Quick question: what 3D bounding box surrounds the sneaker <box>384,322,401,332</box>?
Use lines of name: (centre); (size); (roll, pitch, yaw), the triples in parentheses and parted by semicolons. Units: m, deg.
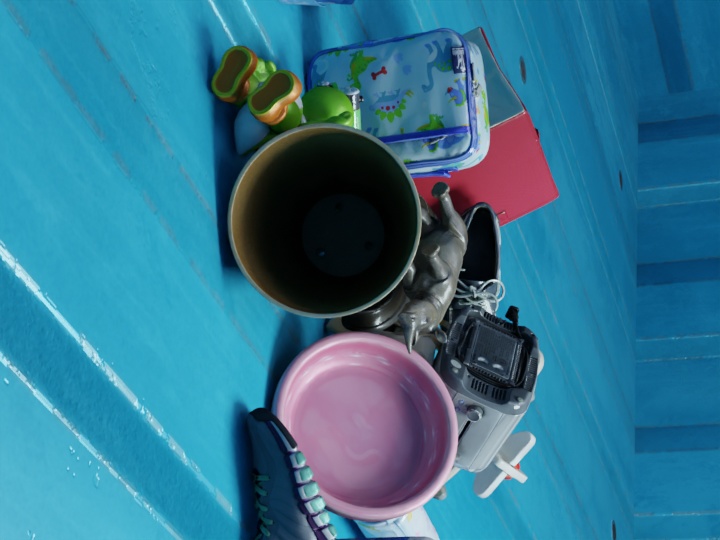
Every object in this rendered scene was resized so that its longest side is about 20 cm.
sneaker: (0.000, 0.000, 1.713); (0.075, 0.070, 0.200); (-5, 93, -44)

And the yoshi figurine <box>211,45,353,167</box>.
yoshi figurine: (-0.066, -0.168, 1.481); (0.200, 0.112, 0.113); (44, 38, -67)

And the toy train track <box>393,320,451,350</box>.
toy train track: (0.044, 0.051, 1.687); (0.200, 0.033, 0.115); (32, 87, -27)

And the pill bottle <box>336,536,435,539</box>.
pill bottle: (0.028, 0.324, 1.468); (0.112, 0.200, 0.112); (-5, 90, -72)

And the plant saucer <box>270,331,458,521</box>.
plant saucer: (0.000, 0.164, 1.509); (0.051, 0.200, 0.201); (129, -31, -60)

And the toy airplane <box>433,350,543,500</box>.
toy airplane: (0.135, 0.194, 1.814); (0.141, 0.200, 0.199); (36, 51, -71)

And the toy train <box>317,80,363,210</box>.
toy train: (-0.022, -0.113, 1.610); (0.042, 0.056, 0.200); (-105, -168, -64)

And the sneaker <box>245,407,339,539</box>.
sneaker: (-0.080, 0.233, 1.395); (0.200, 0.087, 0.074); (64, -17, 3)

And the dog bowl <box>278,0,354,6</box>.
dog bowl: (-0.056, -0.350, 1.640); (0.200, 0.050, 0.112); (-32, 115, -68)

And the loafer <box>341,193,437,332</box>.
loafer: (0.024, -0.015, 1.622); (0.071, 0.073, 0.200); (69, 34, -41)

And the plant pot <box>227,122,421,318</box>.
plant pot: (-0.027, -0.041, 1.486); (0.200, 0.186, 0.187); (38, 48, -84)

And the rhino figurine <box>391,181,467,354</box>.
rhino figurine: (0.073, 0.007, 1.558); (0.087, 0.060, 0.200); (59, 35, -44)

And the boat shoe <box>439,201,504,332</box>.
boat shoe: (0.138, 0.016, 1.769); (0.062, 0.075, 0.200); (91, 10, -78)

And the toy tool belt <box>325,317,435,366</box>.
toy tool belt: (0.001, 0.147, 1.615); (0.125, 0.123, 0.200); (115, -8, -59)

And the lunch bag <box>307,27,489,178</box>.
lunch bag: (0.044, -0.182, 1.651); (0.082, 0.200, 0.161); (3, 83, -70)

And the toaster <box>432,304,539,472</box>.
toaster: (0.128, 0.133, 1.655); (0.200, 0.114, 0.129); (-70, -175, -57)

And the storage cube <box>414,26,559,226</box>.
storage cube: (0.125, -0.163, 1.852); (0.180, 0.200, 0.171); (60, 7, -51)

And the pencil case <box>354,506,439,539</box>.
pencil case: (0.049, 0.315, 1.709); (0.091, 0.083, 0.200); (-108, 175, -48)
